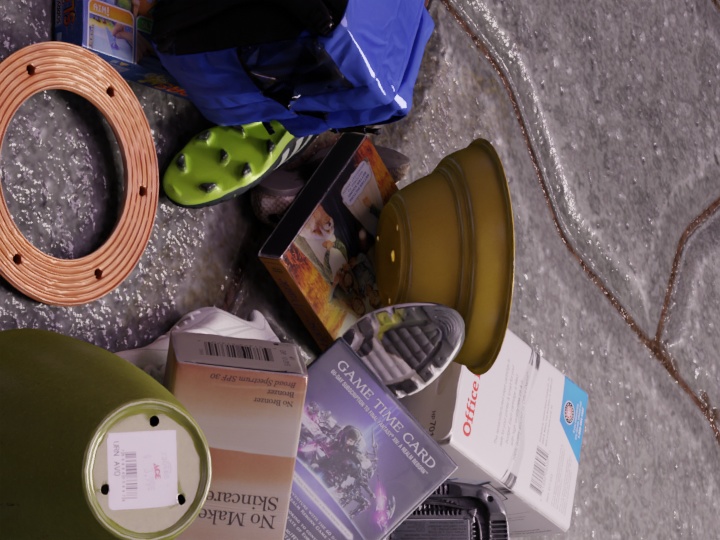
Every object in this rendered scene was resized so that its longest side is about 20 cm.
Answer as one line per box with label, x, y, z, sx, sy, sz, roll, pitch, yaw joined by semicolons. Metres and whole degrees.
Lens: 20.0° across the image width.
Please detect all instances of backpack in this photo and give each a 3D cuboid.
backpack;-0.056;-0.186;1.609;0.168;0.199;0.163;58;39;-40

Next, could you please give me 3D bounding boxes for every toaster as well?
toaster;0.043;0.234;1.690;0.129;0.199;0.114;115;-27;-77

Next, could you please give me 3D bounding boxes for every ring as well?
ring;-0.229;-0.073;1.548;0.200;0.019;0.201;7;81;-51

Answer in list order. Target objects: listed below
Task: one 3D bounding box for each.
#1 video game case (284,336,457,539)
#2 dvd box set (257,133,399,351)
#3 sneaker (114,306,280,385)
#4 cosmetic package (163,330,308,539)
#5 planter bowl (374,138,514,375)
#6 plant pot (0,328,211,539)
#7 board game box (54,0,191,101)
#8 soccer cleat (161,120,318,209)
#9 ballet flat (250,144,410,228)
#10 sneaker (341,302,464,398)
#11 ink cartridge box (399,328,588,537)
video game case;-0.041;0.172;1.613;0.200;0.019;0.143;-43;91;-14
dvd box set;0.000;0.000;1.770;0.147;0.029;0.200;-55;135;-26
sneaker;-0.136;0.072;1.612;0.200;0.075;0.081;0;59;-48
cosmetic package;-0.104;0.155;1.516;0.087;0.103;0.201;-117;-147;-73
planter bowl;0.061;-0.012;1.716;0.083;0.200;0.201;1;77;-13
plant pot;-0.187;0.132;1.371;0.187;0.200;0.188;1;88;-32
board game box;-0.166;-0.218;1.664;0.200;0.034;0.136;16;69;-50
soccer cleat;-0.085;-0.102;1.705;0.068;0.081;0.200;44;61;15
ballet flat;-0.027;-0.073;1.792;0.200;0.067;0.047;-22;126;-51
sneaker;0.008;0.078;1.694;0.075;0.200;0.085;60;27;2
ink cartridge box;0.119;0.141;1.892;0.200;0.086;0.147;37;53;-39
